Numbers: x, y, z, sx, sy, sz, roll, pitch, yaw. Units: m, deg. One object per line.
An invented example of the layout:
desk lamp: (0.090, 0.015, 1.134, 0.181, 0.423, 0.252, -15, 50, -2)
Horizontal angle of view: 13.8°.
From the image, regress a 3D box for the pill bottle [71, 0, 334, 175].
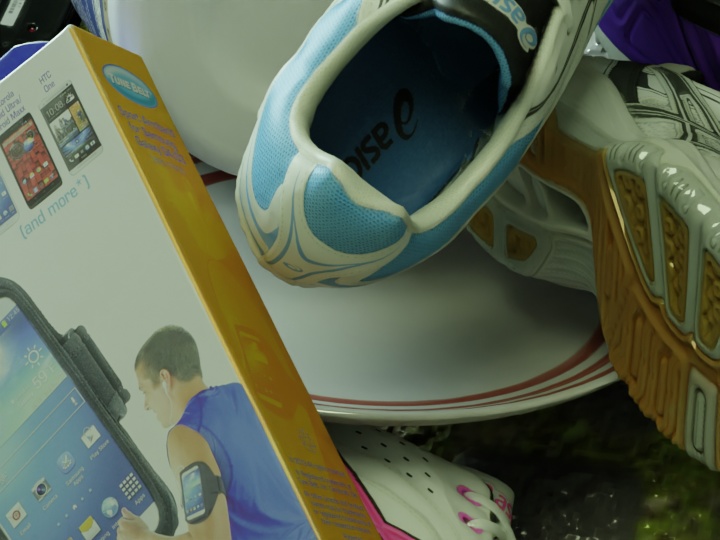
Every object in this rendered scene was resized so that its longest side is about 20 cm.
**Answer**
pill bottle: (-0.037, -0.103, 0.920, 0.111, 0.111, 0.200, -25, 21, -6)

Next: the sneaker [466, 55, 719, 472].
sneaker: (0.101, -0.013, 0.815, 0.087, 0.076, 0.200, -8, 31, -22)

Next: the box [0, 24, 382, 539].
box: (-0.082, 0.032, 0.789, 0.119, 0.041, 0.200, -37, 65, 18)

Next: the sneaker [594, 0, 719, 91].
sneaker: (0.130, -0.080, 0.894, 0.069, 0.100, 0.200, -31, 50, -14)

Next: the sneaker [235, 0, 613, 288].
sneaker: (0.039, -0.078, 0.792, 0.200, 0.072, 0.072, -58, 18, -20)

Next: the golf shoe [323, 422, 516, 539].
golf shoe: (0.012, 0.088, 0.807, 0.092, 0.073, 0.200, -32, 49, -14)

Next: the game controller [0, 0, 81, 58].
game controller: (-0.147, -0.095, 1.036, 0.104, 0.042, 0.201, 14, 55, 8)

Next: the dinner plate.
dinner plate: (0.000, 0.000, 0.878, 0.199, 0.024, 0.200, 3, 29, -2)
